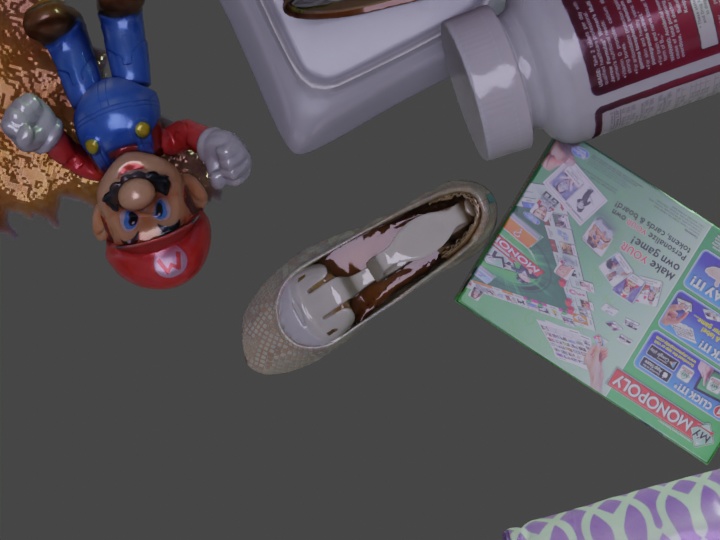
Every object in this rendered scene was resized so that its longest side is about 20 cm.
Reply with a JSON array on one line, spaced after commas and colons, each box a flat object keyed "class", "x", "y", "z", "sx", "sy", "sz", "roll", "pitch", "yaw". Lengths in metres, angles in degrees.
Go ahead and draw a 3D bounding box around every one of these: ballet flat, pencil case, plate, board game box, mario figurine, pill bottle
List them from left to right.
[{"class": "mario figurine", "x": -0.149, "y": -0.086, "z": 0.931, "sx": 0.123, "sy": 0.105, "sz": 0.203, "roll": -24, "pitch": 83, "yaw": 37}, {"class": "plate", "x": -0.001, "y": -0.208, "z": 0.960, "sx": 0.198, "sy": 0.032, "sz": 0.202, "roll": -26, "pitch": 92, "yaw": 4}, {"class": "ballet flat", "x": 0.000, "y": 0.000, "z": 0.955, "sx": 0.199, "sy": 0.062, "sz": 0.068, "roll": -35, "pitch": 88, "yaw": 3}, {"class": "pill bottle", "x": 0.156, "y": -0.145, "z": 0.914, "sx": 0.197, "sy": 0.110, "sz": 0.111, "roll": -19, "pitch": 92, "yaw": -1}, {"class": "board game box", "x": 0.179, "y": 0.016, "z": 0.966, "sx": 0.199, "sy": 0.029, "sz": 0.136, "roll": 33, "pitch": 94, "yaw": 0}, {"class": "pencil case", "x": 0.190, "y": 0.186, "z": 0.952, "sx": 0.197, "sy": 0.084, "sz": 0.087, "roll": -14, "pitch": 116, "yaw": 4}]

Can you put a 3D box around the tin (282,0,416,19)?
[{"class": "tin", "x": 0.046, "y": -0.196, "z": 0.889, "sx": 0.197, "sy": 0.112, "sz": 0.043, "roll": -13, "pitch": 83, "yaw": 1}]
